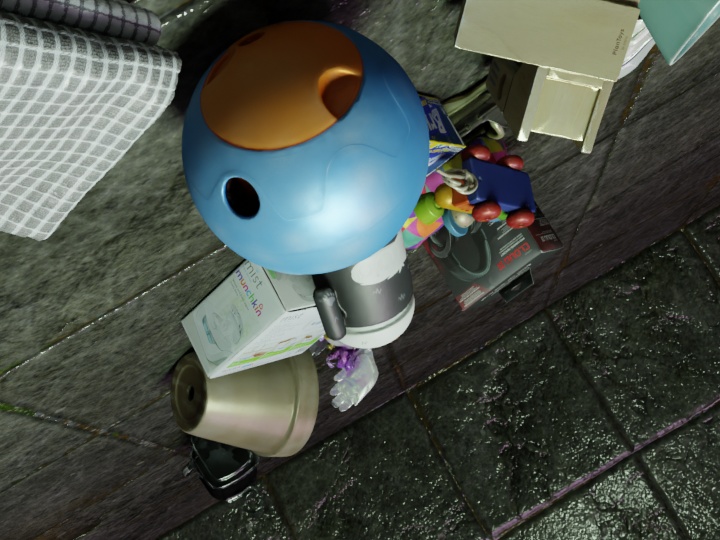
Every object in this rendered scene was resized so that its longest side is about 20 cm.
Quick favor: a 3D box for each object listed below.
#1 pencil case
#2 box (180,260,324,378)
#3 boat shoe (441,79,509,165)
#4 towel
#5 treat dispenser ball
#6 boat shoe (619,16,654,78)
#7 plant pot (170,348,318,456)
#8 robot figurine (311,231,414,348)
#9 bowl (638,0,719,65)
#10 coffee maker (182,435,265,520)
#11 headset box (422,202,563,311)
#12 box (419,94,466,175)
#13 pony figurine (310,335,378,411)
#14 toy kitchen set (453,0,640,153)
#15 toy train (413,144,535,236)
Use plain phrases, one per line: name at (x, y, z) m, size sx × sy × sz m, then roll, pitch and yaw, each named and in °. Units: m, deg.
pencil case at (0.103, -0.113, 1.338) m, size 0.088 × 0.089 × 0.200 m, roll -14°, pitch 156°, yaw -48°
box at (-0.109, 0.051, 1.422) m, size 0.176 × 0.097 × 0.199 m, roll -41°, pitch 162°, yaw 34°
boat shoe at (0.150, -0.182, 1.223) m, size 0.199 × 0.065 × 0.073 m, roll -30°, pitch 166°, yaw -2°
towel at (-0.235, -0.099, 0.688) m, size 0.200 × 0.086 × 0.165 m, roll -39°, pitch 163°, yaw 29°
treat dispenser ball at (-0.044, -0.098, 0.840) m, size 0.200 × 0.202 × 0.201 m, roll -28°, pitch 166°, yaw -8°
boat shoe at (0.321, -0.296, 1.212) m, size 0.069 × 0.071 × 0.200 m, roll 19°, pitch 139°, yaw -35°
plant pot at (-0.188, 0.185, 1.591) m, size 0.172 × 0.202 × 0.200 m, roll 6°, pitch 145°, yaw -37°
robot figurine at (-0.002, 0.001, 1.294) m, size 0.149 × 0.125 × 0.201 m, roll -22°, pitch 124°, yaw -13°
bowl at (0.335, -0.313, 1.019) m, size 0.201 × 0.105 × 0.201 m, roll -46°, pitch 172°, yaw -8°
coffee maker at (-0.254, 0.386, 2.070) m, size 0.135 × 0.191 × 0.200 m, roll -55°, pitch 176°, yaw -18°
headset box at (0.166, -0.054, 1.412) m, size 0.149 × 0.201 × 0.077 m, roll -39°, pitch 164°, yaw 33°
box at (0.032, -0.146, 1.098) m, size 0.064 × 0.071 × 0.199 m, roll -36°, pitch 165°, yaw 27°
pony figurine at (-0.014, 0.114, 1.774) m, size 0.192 × 0.167 × 0.200 m, roll -37°, pitch 151°, yaw -4°
toy kitchen set at (0.164, -0.254, 1.044) m, size 0.161 × 0.181 × 0.202 m, roll 10°, pitch 116°, yaw -9°
toy train at (0.105, -0.087, 1.205) m, size 0.115 × 0.086 × 0.199 m, roll -21°, pitch 162°, yaw 39°
